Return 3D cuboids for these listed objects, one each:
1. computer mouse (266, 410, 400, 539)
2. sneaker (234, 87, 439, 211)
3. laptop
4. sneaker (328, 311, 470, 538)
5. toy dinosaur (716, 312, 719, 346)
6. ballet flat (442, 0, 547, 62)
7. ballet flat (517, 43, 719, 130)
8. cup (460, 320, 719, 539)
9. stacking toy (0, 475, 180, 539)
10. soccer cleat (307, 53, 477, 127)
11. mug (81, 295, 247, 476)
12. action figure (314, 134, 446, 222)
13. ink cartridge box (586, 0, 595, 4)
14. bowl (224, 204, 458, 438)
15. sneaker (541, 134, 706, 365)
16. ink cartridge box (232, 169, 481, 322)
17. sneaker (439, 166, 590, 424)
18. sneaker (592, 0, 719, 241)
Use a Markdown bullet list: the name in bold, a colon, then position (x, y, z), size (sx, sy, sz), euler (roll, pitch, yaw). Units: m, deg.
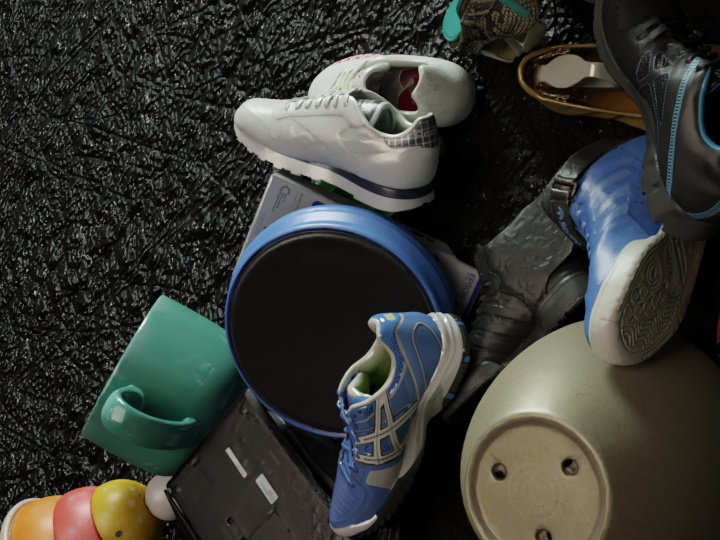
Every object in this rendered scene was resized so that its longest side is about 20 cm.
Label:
- **computer mouse**: position (-0.034, 0.202, 1.066), size (0.200, 0.053, 0.139), euler (47, 127, 31)
- **sneaker**: position (-0.020, -0.119, 1.010), size (0.199, 0.076, 0.081), euler (21, 126, 27)
- **laptop**: position (-0.086, 0.240, 1.084), size (0.200, 0.103, 0.177), euler (-50, 59, 15)
- **sneaker**: position (0.011, 0.116, 0.945), size (0.076, 0.077, 0.201), euler (46, 119, 59)
- **toy dinosaur**: position (0.257, -0.079, 0.791), size (0.200, 0.105, 0.182), euler (-38, 57, 35)
- **ballet flat**: position (0.107, -0.194, 0.951), size (0.068, 0.075, 0.200), euler (-58, 4, 6)
- **ballet flat**: position (0.199, -0.135, 0.883), size (0.200, 0.063, 0.069), euler (8, 89, 44)
- **cup**: position (0.145, 0.134, 0.807), size (0.200, 0.143, 0.201), euler (0, 91, 33)
- **stacking toy**: position (-0.251, 0.258, 1.232), size (0.200, 0.146, 0.146), euler (-34, 60, 18)
- **soccer cleat**: position (0.010, -0.161, 1.056), size (0.200, 0.086, 0.070), euler (7, 88, 45)
- **mug**: position (-0.180, 0.126, 1.135), size (0.152, 0.114, 0.185), euler (-55, 7, 44)
- **action figure**: position (-0.002, -0.055, 1.073), size (0.200, 0.055, 0.118), euler (-39, 56, 25)
- **ink cartridge box**: position (0.131, -0.297, 0.883), size (0.085, 0.200, 0.145), euler (42, 113, 35)
- **bowl**: position (-0.019, 0.047, 1.002), size (0.200, 0.039, 0.202), euler (5, 110, 14)
- **sneaker**: position (0.170, -0.019, 0.835), size (0.111, 0.077, 0.200), euler (1, 50, 41)
- **ink cartridge box**: position (0.000, 0.000, 1.028), size (0.199, 0.039, 0.100), euler (26, 106, 6)
- **sneaker**: position (0.118, 0.022, 0.943), size (0.200, 0.060, 0.104), euler (-45, 56, 23)
- **sneaker**: position (0.211, -0.123, 0.781), size (0.082, 0.073, 0.201), euler (131, 130, -57)
